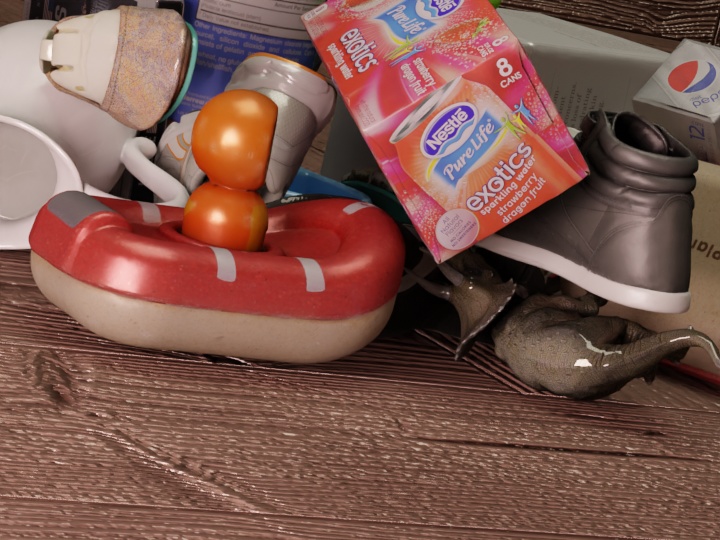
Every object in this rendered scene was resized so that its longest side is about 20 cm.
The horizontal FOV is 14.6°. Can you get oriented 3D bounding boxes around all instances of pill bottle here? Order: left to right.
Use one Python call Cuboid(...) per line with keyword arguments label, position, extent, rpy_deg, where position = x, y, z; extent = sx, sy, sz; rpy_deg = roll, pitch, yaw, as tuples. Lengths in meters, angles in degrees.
Cuboid(label="pill bottle", position=(-0.077, -0.172, 1.809), extent=(0.111, 0.201, 0.112), rpy_deg=(12, 10, -2))

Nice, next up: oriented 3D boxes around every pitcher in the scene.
Cuboid(label="pitcher", position=(-0.176, -0.071, 1.674), extent=(0.170, 0.122, 0.200), rpy_deg=(15, 20, 0))

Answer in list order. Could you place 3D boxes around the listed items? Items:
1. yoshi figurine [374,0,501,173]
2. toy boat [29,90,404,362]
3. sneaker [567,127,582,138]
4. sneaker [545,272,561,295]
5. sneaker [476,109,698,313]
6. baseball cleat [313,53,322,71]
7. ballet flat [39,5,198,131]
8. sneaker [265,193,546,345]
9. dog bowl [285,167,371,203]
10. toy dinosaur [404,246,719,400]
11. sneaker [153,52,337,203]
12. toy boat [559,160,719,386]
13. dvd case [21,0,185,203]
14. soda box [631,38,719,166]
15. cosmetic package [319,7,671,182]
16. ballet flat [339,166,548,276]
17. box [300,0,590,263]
Cuboid(label="yoshi figurine", position=(0.036, -0.161, 1.822), extent=(0.112, 0.112, 0.201), rpy_deg=(42, 24, -46))
Cuboid(label="toy boat", position=(-0.069, -0.030, 1.482), extent=(0.199, 0.132, 0.130), rpy_deg=(6, 12, -31))
Cuboid(label="sneaker", position=(0.093, -0.064, 1.713), extent=(0.200, 0.077, 0.081), rpy_deg=(37, 29, 19))
Cuboid(label="sneaker", position=(0.168, -0.008, 1.880), extent=(0.199, 0.082, 0.077), rpy_deg=(-27, 30, -35))
Cuboid(label="sneaker", position=(0.122, -0.049, 1.598), extent=(0.070, 0.100, 0.200), rpy_deg=(4, 13, -40))
Cuboid(label="baseball cleat", position=(-0.061, -0.127, 1.934), extent=(0.106, 0.200, 0.070), rpy_deg=(6, 51, -47))
Cuboid(label="ballet flat", position=(-0.141, -0.114, 1.550), extent=(0.067, 0.069, 0.200), rpy_deg=(11, -2, -16))
Cuboid(label="sneaker", position=(0.000, 0.001, 1.669), extent=(0.200, 0.076, 0.115), rpy_deg=(15, -2, -30))
Cuboid(label="dog bowl", position=(-0.070, -0.045, 1.834), extent=(0.111, 0.050, 0.199), rpy_deg=(3, 15, -43))
Cuboid(label="toy dinosaur", position=(0.120, 0.045, 1.577), extent=(0.102, 0.077, 0.200), rpy_deg=(-10, 27, -35))
Cuboid(label="sneaker", position=(-0.086, -0.050, 1.676), extent=(0.075, 0.092, 0.200), rpy_deg=(27, -31, -10))
Cuboid(label="toy boat", position=(0.231, 0.017, 1.754), extent=(0.199, 0.131, 0.131), rpy_deg=(20, -17, 34))
Cuboid(label="dvd case", position=(-0.176, -0.122, 1.831), extent=(0.025, 0.151, 0.200), rpy_deg=(1, 14, -31))
Cuboid(label="soda box", position=(0.232, -0.050, 1.840), extent=(0.063, 0.201, 0.068), rpy_deg=(20, 53, 32))
Cuboid(label="cosmetic package", position=(0.104, -0.091, 1.965), extent=(0.166, 0.168, 0.199), rpy_deg=(23, 14, 41))
Cuboid(label="ballet flat", position=(0.061, -0.027, 1.803), extent=(0.064, 0.076, 0.200), rpy_deg=(-28, 31, -24))
Cuboid(label="box", position=(0.044, -0.100, 1.574), extent=(0.099, 0.096, 0.200), rpy_deg=(-30, 25, 2))
